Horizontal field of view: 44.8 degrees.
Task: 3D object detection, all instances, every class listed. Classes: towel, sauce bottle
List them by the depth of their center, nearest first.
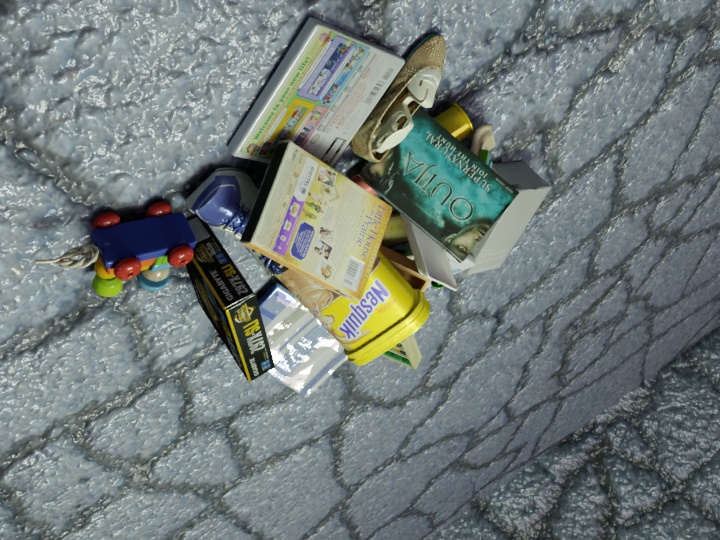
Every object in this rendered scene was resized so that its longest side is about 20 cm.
[{"bbox_3d":[0.069,-0.079,1.424,0.200,0.066,0.066,-17,144,-37],"label":"sauce bottle"},{"bbox_3d":[-0.112,0.119,1.432,0.147,0.024,0.200,-44,123,12],"label":"towel"}]

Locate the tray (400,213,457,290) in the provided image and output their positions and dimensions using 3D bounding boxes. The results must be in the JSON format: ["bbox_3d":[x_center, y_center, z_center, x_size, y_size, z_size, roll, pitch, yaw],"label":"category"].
[{"bbox_3d":[0.092,-0.064,1.350,0.022,0.200,0.107,-26,156,22],"label":"tray"}]

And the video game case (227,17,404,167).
[{"bbox_3d":[-0.055,-0.218,1.137,0.182,0.022,0.200,5,129,-51],"label":"video game case"}]

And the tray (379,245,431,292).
[{"bbox_3d":[0.000,0.000,1.356,0.200,0.037,0.099,25,121,-10],"label":"tray"}]

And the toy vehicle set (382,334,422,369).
[{"bbox_3d":[0.002,0.096,1.457,0.027,0.200,0.124,-61,155,-18],"label":"toy vehicle set"}]

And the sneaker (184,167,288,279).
[{"bbox_3d":[-0.133,-0.056,1.174,0.081,0.115,0.199,-45,150,8],"label":"sneaker"}]

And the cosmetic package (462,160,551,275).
[{"bbox_3d":[0.242,-0.094,1.577,0.107,0.090,0.200,-9,136,-43],"label":"cosmetic package"}]

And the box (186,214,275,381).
[{"bbox_3d":[-0.186,0.041,1.203,0.049,0.160,0.200,-30,150,-17],"label":"box"}]

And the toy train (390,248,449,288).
[{"bbox_3d":[0.048,-0.011,1.402,0.200,0.056,0.042,9,127,2],"label":"toy train"}]

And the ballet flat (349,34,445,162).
[{"bbox_3d":[0.064,-0.230,1.209,0.070,0.065,0.200,12,122,-50],"label":"ballet flat"}]

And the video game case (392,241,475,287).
[{"bbox_3d":[0.078,0.004,1.519,0.200,0.022,0.182,-27,156,23],"label":"video game case"}]

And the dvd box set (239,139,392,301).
[{"bbox_3d":[-0.053,-0.063,1.164,0.200,0.029,0.147,28,75,-38],"label":"dvd box set"}]

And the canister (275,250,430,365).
[{"bbox_3d":[-0.015,0.026,1.299,0.148,0.087,0.200,-35,109,20],"label":"canister"}]

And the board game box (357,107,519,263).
[{"bbox_3d":[0.113,-0.125,1.272,0.135,0.200,0.028,-51,-176,-1],"label":"board game box"}]

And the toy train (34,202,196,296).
[{"bbox_3d":[-0.313,-0.007,1.086,0.200,0.085,0.116,-16,156,-35],"label":"toy train"}]

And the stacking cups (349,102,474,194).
[{"bbox_3d":[0.071,-0.176,1.312,0.200,0.061,0.061,-32,150,-3],"label":"stacking cups"}]

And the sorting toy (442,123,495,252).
[{"bbox_3d":[0.180,-0.119,1.381,0.185,0.036,0.200,8,98,-79],"label":"sorting toy"}]
